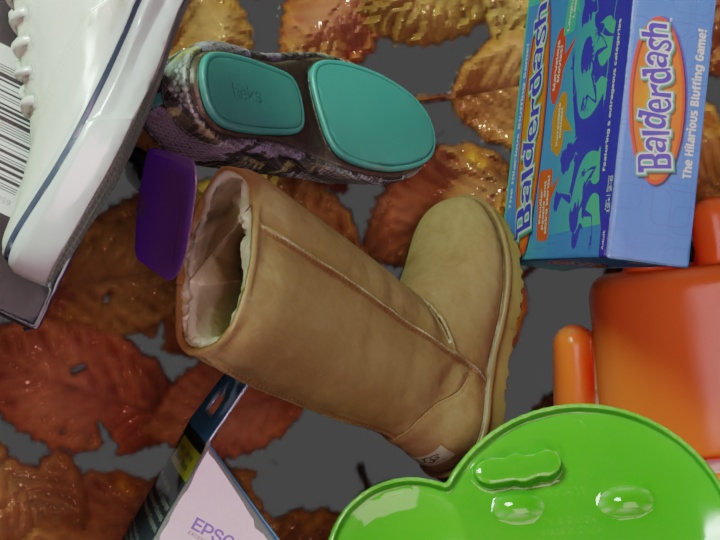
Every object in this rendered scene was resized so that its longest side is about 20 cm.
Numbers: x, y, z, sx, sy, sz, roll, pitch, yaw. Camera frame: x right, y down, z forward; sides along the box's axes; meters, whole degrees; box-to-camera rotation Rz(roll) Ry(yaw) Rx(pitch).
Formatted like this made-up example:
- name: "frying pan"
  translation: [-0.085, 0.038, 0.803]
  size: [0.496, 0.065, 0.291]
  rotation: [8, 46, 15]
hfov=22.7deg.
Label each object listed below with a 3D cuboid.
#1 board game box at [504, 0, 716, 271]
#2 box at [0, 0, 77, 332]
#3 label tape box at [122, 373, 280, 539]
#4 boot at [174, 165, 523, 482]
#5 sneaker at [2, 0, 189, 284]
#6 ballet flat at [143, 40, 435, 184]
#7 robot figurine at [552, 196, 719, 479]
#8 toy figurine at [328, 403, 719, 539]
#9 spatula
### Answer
- name: "board game box"
  translation: [0.123, -0.078, 0.918]
  size: [0.045, 0.200, 0.154]
  rotation: [6, 88, -9]
- name: "box"
  translation: [-0.176, -0.061, 0.863]
  size: [0.104, 0.200, 0.149]
  rotation: [25, 86, -12]
- name: "label tape box"
  translation: [-0.087, 0.149, 0.907]
  size: [0.066, 0.143, 0.201]
  rotation: [32, 85, -8]
- name: "boot"
  translation: [0.000, 0.000, 0.890]
  size: [0.200, 0.066, 0.176]
  rotation: [33, 45, -40]
- name: "sneaker"
  translation: [-0.116, -0.095, 0.744]
  size: [0.070, 0.073, 0.201]
  rotation: [21, 77, -5]
- name: "ballet flat"
  translation: [-0.042, -0.079, 0.936]
  size: [0.200, 0.072, 0.073]
  rotation: [6, 88, -52]
- name: "robot figurine"
  translation: [0.187, 0.062, 0.971]
  size: [0.143, 0.117, 0.202]
  rotation: [-6, 91, -17]
- name: "toy figurine"
  translation: [0.086, 0.174, 0.925]
  size: [0.198, 0.184, 0.151]
  rotation: [-4, 63, 1]
- name: "spatula"
  translation: [-0.102, -0.038, 0.878]
  size: [0.020, 0.200, 0.057]
  rotation: [7, 99, -12]
